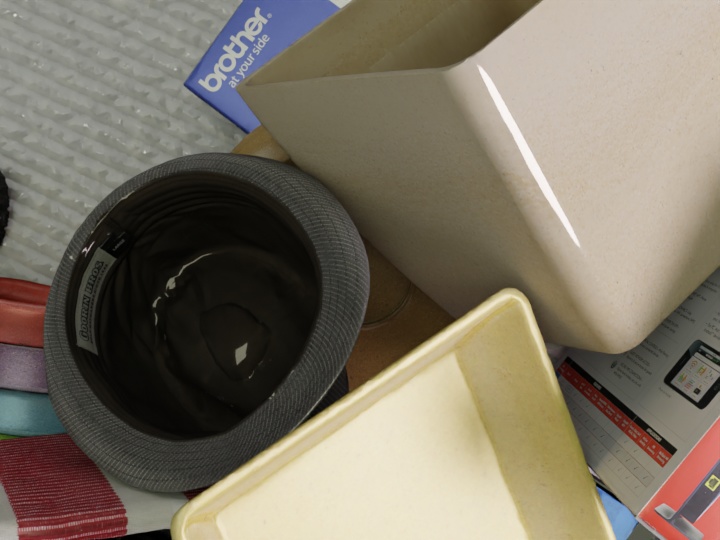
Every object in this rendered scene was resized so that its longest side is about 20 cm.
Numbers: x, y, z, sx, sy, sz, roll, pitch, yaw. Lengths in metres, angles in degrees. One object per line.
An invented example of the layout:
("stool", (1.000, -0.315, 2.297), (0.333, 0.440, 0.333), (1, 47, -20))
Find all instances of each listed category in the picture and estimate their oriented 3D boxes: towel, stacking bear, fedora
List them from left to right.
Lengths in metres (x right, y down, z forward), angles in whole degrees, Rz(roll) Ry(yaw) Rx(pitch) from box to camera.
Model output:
("stacking bear", (-0.196, 0.113, 0.814), (0.121, 0.114, 0.201), (8, 94, 7))
("towel", (-0.103, 0.107, 0.710), (0.199, 0.144, 0.023), (-3, 98, -21))
("fedora", (-0.068, 0.034, 0.724), (0.200, 0.090, 0.177), (31, 81, 35))

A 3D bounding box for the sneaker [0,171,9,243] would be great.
("sneaker", (-0.296, 0.002, 0.845), (0.091, 0.076, 0.200), (43, 91, 14))

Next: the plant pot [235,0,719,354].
("plant pot", (0.094, -0.072, 0.701), (0.200, 0.199, 0.178), (-39, 113, -24))

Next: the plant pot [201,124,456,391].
("plant pot", (0.000, 0.000, 0.804), (0.199, 0.027, 0.201), (0, 104, 1))

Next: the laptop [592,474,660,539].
("laptop", (0.112, 0.211, 0.773), (0.103, 0.200, 0.178), (31, 94, -32))

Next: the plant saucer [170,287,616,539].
("plant saucer", (0.021, 0.136, 0.658), (0.200, 0.048, 0.201), (-32, 113, -24))

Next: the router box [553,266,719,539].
("router box", (0.182, 0.038, 0.719), (0.049, 0.200, 0.180), (38, 94, -12))

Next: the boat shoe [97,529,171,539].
("boat shoe", (-0.121, 0.151, 0.708), (0.199, 0.075, 0.066), (24, 132, 21))

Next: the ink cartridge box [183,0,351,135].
("ink cartridge box", (-0.006, -0.160, 0.824), (0.094, 0.044, 0.200), (37, 94, 7))
